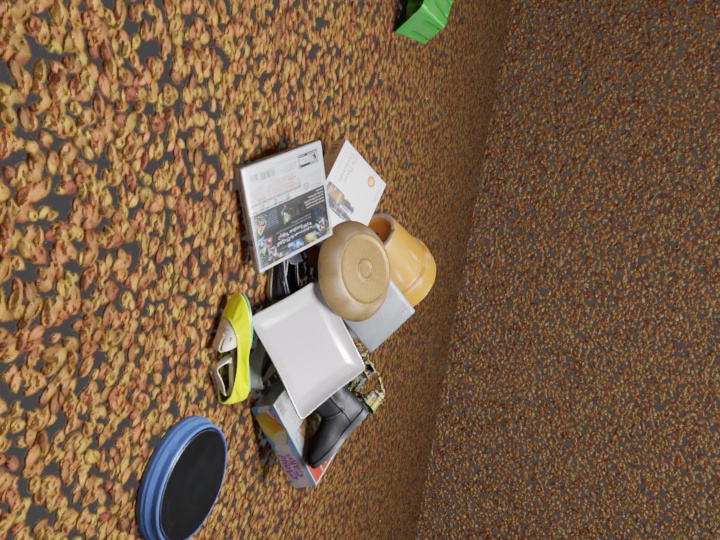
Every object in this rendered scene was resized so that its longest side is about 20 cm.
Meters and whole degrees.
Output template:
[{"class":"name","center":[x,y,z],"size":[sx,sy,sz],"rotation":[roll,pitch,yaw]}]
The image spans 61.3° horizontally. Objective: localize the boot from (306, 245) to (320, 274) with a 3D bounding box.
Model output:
[{"class":"boot","center":[-0.053,-0.092,1.331],"size":[0.201,0.069,0.148],"rotation":[-47,131,-44]}]

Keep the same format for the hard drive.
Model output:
[{"class":"hard drive","center":[0.013,0.061,1.322],"size":[0.139,0.033,0.201],"rotation":[-41,115,-3]}]

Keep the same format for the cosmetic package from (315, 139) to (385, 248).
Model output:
[{"class":"cosmetic package","center":[-0.040,-0.140,1.258],"size":[0.150,0.051,0.205],"rotation":[41,66,-41]}]

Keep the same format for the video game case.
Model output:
[{"class":"video game case","center":[-0.132,-0.119,1.096],"size":[0.198,0.023,0.188],"rotation":[-31,123,-44]}]

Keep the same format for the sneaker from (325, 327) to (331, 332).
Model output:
[{"class":"sneaker","center":[-0.082,0.169,1.253],"size":[0.076,0.111,0.206],"rotation":[-6,78,-67]}]

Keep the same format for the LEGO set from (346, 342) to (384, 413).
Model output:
[{"class":"LEGO set","center":[-0.008,0.211,1.376],"size":[0.116,0.152,0.202],"rotation":[-45,111,-28]}]

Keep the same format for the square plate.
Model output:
[{"class":"square plate","center":[-0.098,0.143,1.149],"size":[0.196,0.028,0.205],"rotation":[-29,92,-46]}]

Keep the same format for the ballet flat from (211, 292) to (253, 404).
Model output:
[{"class":"ballet flat","center":[-0.222,0.141,1.040],"size":[0.066,0.066,0.207],"rotation":[-18,121,-43]}]

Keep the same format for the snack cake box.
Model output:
[{"class":"snack cake box","center":[-0.132,0.327,1.256],"size":[0.205,0.066,0.115],"rotation":[65,31,-15]}]

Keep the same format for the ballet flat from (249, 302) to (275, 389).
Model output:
[{"class":"ballet flat","center":[-0.169,0.146,1.178],"size":[0.071,0.067,0.204],"rotation":[76,31,-49]}]

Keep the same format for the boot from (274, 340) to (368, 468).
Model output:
[{"class":"boot","center":[-0.101,0.260,1.194],"size":[0.165,0.065,0.201],"rotation":[-45,106,-14]}]

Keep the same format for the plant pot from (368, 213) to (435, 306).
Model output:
[{"class":"plant pot","center":[0.065,-0.032,1.490],"size":[0.184,0.195,0.205],"rotation":[52,50,-43]}]

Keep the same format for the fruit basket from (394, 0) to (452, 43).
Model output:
[{"class":"fruit basket","center":[0.143,-0.723,1.546],"size":[0.210,0.154,0.224],"rotation":[7,77,-31]}]

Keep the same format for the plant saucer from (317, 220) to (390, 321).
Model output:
[{"class":"plant saucer","center":[0.000,0.000,1.230],"size":[0.196,0.035,0.208],"rotation":[5,82,-42]}]

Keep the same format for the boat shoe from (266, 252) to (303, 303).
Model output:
[{"class":"boat shoe","center":[-0.140,-0.034,1.170],"size":[0.074,0.060,0.208],"rotation":[-20,118,-65]}]

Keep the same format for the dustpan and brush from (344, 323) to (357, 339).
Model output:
[{"class":"dustpan and brush","center":[-0.048,0.074,1.426],"size":[0.058,0.135,0.202],"rotation":[-79,148,-45]}]

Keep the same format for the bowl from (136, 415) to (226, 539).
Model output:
[{"class":"bowl","center":[-0.285,0.346,0.996],"size":[0.200,0.038,0.208],"rotation":[12,89,-70]}]
